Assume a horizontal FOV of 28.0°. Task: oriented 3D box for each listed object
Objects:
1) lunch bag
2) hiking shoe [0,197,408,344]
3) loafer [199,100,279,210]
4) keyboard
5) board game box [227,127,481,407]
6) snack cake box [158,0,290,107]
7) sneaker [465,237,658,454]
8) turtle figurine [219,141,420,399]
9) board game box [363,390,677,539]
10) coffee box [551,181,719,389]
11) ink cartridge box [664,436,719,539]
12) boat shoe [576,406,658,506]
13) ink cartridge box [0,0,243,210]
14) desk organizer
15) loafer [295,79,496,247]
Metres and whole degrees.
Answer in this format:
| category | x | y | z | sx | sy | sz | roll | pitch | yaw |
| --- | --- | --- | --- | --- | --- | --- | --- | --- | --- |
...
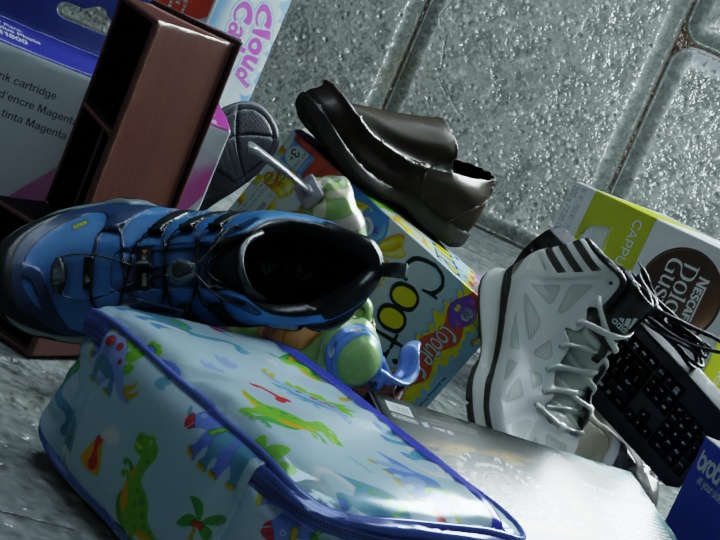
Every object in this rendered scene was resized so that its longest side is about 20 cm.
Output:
| category | x | y | z | sx | sy | sz | roll | pitch | yaw |
| --- | --- | --- | --- | --- | --- | --- | --- | --- | --- |
| lunch bag | -0.035 | 0.092 | 0.636 | 0.160 | 0.083 | 0.199 | 20 | 9 | -45 |
| hiking shoe | -0.083 | -0.006 | 0.710 | 0.198 | 0.075 | 0.087 | -3 | -9 | -19 |
| loafer | -0.148 | -0.055 | 1.030 | 0.072 | 0.199 | 0.063 | 62 | -22 | -12 |
| keyboard | 0.175 | 0.048 | 1.003 | 0.039 | 0.104 | 0.200 | -4 | 45 | -51 |
| board game box | 0.000 | 0.000 | 1.064 | 0.200 | 0.105 | 0.103 | 41 | 8 | -1 |
| snack cake box | -0.143 | -0.154 | 1.138 | 0.067 | 0.202 | 0.115 | 18 | 9 | -42 |
| sneaker | 0.133 | 0.058 | 0.929 | 0.075 | 0.115 | 0.202 | 33 | 42 | -33 |
| turtle figurine | -0.067 | 0.003 | 0.864 | 0.198 | 0.146 | 0.194 | 14 | 1 | -20 |
| board game box | 0.099 | 0.139 | 0.801 | 0.198 | 0.028 | 0.136 | 20 | 23 | -27 |
| coffee box | 0.277 | 0.061 | 1.327 | 0.197 | 0.201 | 0.199 | 30 | 10 | 38 |
| ink cartridge box | 0.234 | 0.176 | 0.828 | 0.044 | 0.095 | 0.200 | 21 | 9 | -13 |
| boat shoe | 0.180 | 0.134 | 1.093 | 0.057 | 0.067 | 0.200 | 42 | 11 | -9 |
| ink cartridge box | -0.183 | -0.079 | 0.873 | 0.195 | 0.202 | 0.043 | 18 | 9 | -31 |
| desk organizer | -0.149 | -0.054 | 0.813 | 0.071 | 0.202 | 0.077 | 28 | 11 | 27 |
| loafer | 0.029 | -0.089 | 1.043 | 0.200 | 0.071 | 0.073 | 32 | 13 | -48 |
